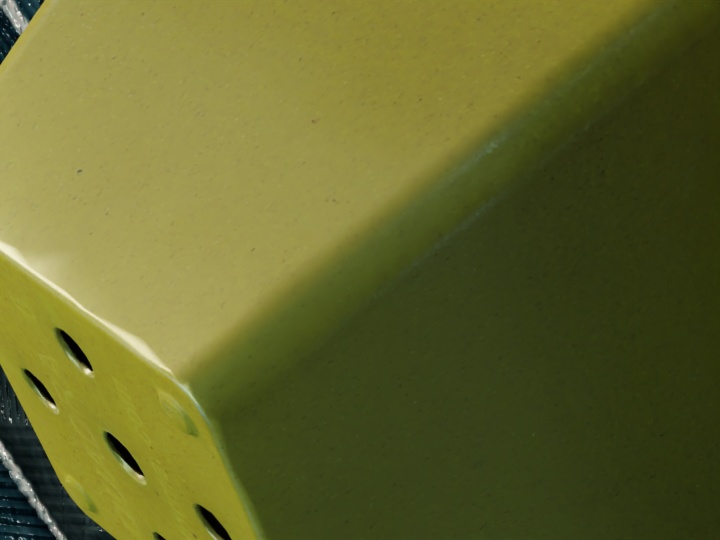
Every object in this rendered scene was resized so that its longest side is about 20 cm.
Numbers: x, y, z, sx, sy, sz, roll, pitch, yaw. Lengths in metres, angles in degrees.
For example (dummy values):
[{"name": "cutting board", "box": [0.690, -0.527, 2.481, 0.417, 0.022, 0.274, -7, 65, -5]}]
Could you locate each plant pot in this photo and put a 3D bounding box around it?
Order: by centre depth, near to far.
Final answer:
[{"name": "plant pot", "box": [0.000, 0.000, 0.823, 0.200, 0.176, 0.200, 32, 153, 41]}]
